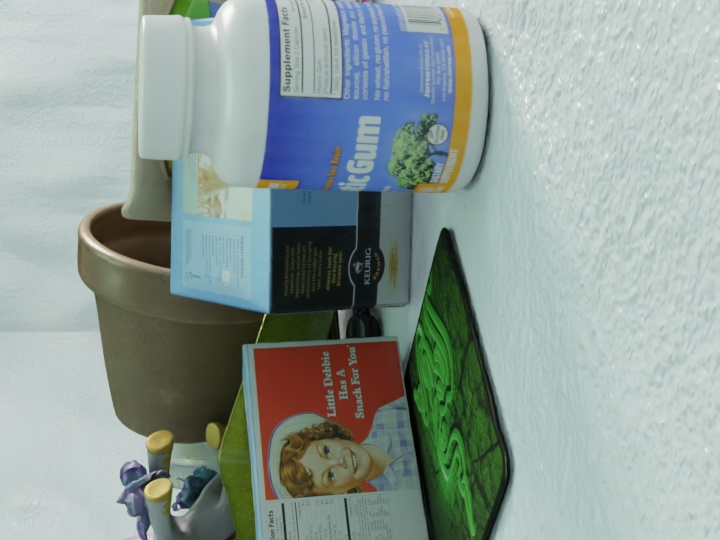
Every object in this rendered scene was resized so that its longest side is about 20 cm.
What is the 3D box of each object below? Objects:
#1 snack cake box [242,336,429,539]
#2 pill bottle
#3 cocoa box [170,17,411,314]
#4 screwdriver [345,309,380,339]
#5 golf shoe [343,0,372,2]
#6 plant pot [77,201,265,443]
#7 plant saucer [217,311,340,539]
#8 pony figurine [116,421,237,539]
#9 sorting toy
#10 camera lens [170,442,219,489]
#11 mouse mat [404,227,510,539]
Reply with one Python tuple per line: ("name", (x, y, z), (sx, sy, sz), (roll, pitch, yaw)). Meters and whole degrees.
("snack cake box", (-0.019, 0.149, 0.910), (0.068, 0.113, 0.202), (98, 167, -57))
("pill bottle", (-0.032, -0.104, 0.787), (0.112, 0.197, 0.114), (180, 90, -79))
("cocoa box", (-0.050, -0.077, 0.947), (0.133, 0.130, 0.203), (8, 99, 50))
("screwdriver", (0.000, 0.000, 1.065), (0.029, 0.028, 0.203), (47, -143, -63))
("golf shoe", (-0.023, -0.181, 1.069), (0.092, 0.074, 0.202), (114, 153, -55))
("plant pot", (-0.155, 0.050, 1.162), (0.201, 0.197, 0.177), (-118, 36, -66))
("plant saucer", (-0.054, 0.120, 1.078), (0.201, 0.047, 0.202), (86, -163, -53))
("pony figurine", (-0.149, 0.232, 1.120), (0.166, 0.192, 0.202), (30, 137, 35))
("sorting toy", (-0.110, -0.136, 1.025), (0.184, 0.036, 0.203), (0, -81, -63))
("camera lens", (-0.121, 0.110, 1.318), (0.160, 0.158, 0.203), (170, 101, -78))
("mouse mat", (0.055, 0.094, 0.832), (0.202, 0.007, 0.162), (-100, 15, -45))
